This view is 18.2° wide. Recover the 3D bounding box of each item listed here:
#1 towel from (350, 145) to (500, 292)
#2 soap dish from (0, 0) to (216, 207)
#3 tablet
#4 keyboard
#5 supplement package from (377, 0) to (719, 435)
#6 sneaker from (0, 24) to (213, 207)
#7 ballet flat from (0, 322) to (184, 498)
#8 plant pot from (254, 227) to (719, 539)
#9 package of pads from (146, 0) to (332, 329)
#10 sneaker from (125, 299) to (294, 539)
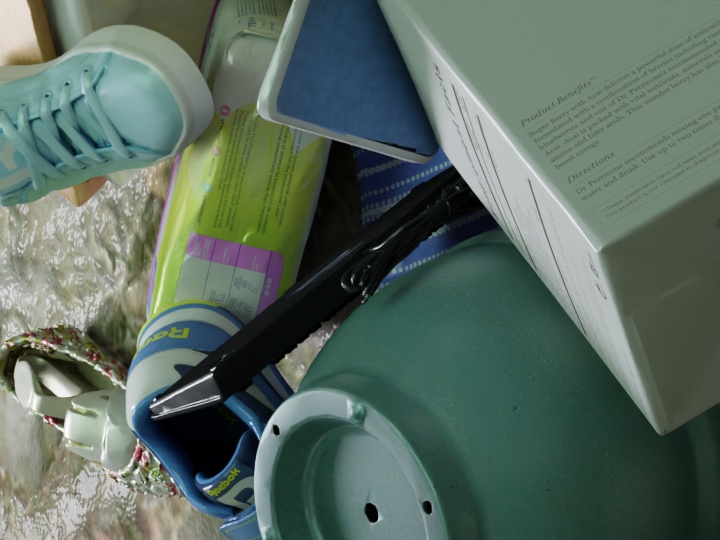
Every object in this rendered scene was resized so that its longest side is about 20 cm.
[{"bbox_3d":[0.047,-0.008,1.097,0.145,0.024,0.201,-22,71,50],"label":"towel"},{"bbox_3d":[-0.139,-0.159,1.184,0.081,0.157,0.200,14,135,24],"label":"soap dish"},{"bbox_3d":[0.026,-0.148,0.942,0.014,0.130,0.200,22,96,34],"label":"tablet"},{"bbox_3d":[0.000,0.000,1.005,0.021,0.200,0.127,53,147,-5],"label":"keyboard"},{"bbox_3d":[0.107,-0.061,0.888,0.200,0.121,0.120,56,175,42],"label":"supplement package"},{"bbox_3d":[-0.154,-0.061,1.097,0.200,0.082,0.074,-10,121,47],"label":"sneaker"},{"bbox_3d":[-0.158,0.085,1.335,0.200,0.064,0.076,23,106,51],"label":"ballet flat"},{"bbox_3d":[0.040,0.092,0.969,0.200,0.134,0.201,18,115,44],"label":"plant pot"},{"bbox_3d":[-0.063,-0.041,1.162,0.155,0.068,0.200,-105,28,-71],"label":"package of pads"},{"bbox_3d":[-0.037,0.104,1.082,0.074,0.200,0.082,-47,7,21],"label":"sneaker"}]
